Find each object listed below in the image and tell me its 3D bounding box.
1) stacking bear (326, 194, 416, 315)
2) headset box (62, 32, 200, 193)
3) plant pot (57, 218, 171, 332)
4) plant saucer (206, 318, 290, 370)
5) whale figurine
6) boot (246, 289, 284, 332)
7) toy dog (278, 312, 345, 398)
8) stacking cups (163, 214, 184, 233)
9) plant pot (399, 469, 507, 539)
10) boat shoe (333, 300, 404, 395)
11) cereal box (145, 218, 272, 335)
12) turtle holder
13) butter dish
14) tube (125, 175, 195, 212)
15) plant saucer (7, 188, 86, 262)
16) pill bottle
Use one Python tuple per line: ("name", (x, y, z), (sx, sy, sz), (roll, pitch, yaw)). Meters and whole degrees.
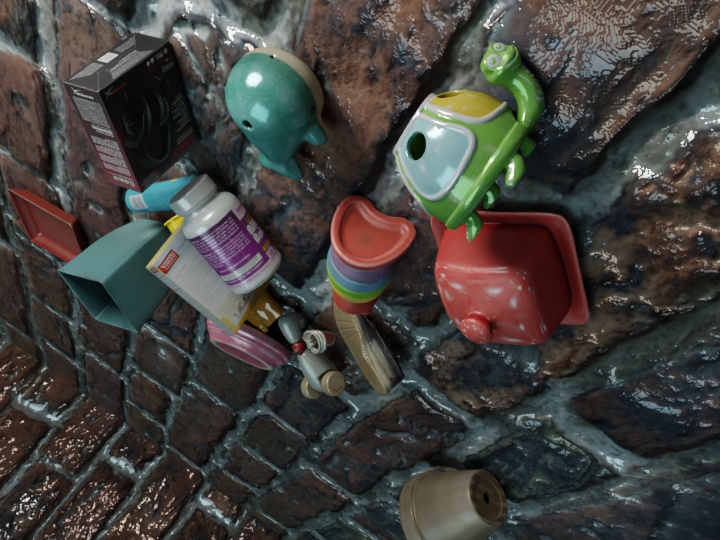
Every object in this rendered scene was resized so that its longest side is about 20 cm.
("stacking bear", (0.000, 0.000, 1.006), (0.121, 0.114, 0.200), (28, 150, 11))
("headset box", (-0.335, -0.229, 0.980), (0.077, 0.149, 0.201), (19, 142, 23))
("plant pot", (-0.465, -0.005, 1.311), (0.141, 0.200, 0.142), (10, 138, 32))
("plant saucer", (-0.251, 0.163, 1.409), (0.199, 0.051, 0.201), (22, 161, 8))
("whale figurine", (-0.121, -0.196, 0.873), (0.158, 0.104, 0.201), (26, 145, 14))
("boot", (-0.251, 0.077, 1.338), (0.144, 0.071, 0.201), (48, 139, -13))
("toy dog", (-0.086, 0.167, 1.311), (0.131, 0.096, 0.201), (12, 124, 34))
("stacking cups", (-0.297, -0.017, 1.229), (0.060, 0.060, 0.201), (-25, 98, 52))
("plant pot", (0.212, 0.510, 1.374), (0.200, 0.200, 0.173), (43, 129, -11))
("boat shoe", (0.017, 0.128, 1.176), (0.072, 0.065, 0.201), (-19, 100, 60))
("cereal box", (-0.272, 0.002, 1.187), (0.200, 0.144, 0.039), (44, 146, -22))
("turtle holder", (0.117, -0.138, 0.706), (0.131, 0.141, 0.186), (35, 147, 3))
("butter dish", (0.177, 0.033, 0.850), (0.199, 0.148, 0.200), (5, 135, 37))
("tube", (-0.357, -0.139, 1.199), (0.199, 0.051, 0.077), (0, 147, 34))
("plant saucer", (-0.757, -0.102, 1.593), (0.199, 0.037, 0.200), (27, 145, 11))
("pill bottle", (-0.236, -0.065, 1.122), (0.112, 0.112, 0.200), (-9, 126, 46))
